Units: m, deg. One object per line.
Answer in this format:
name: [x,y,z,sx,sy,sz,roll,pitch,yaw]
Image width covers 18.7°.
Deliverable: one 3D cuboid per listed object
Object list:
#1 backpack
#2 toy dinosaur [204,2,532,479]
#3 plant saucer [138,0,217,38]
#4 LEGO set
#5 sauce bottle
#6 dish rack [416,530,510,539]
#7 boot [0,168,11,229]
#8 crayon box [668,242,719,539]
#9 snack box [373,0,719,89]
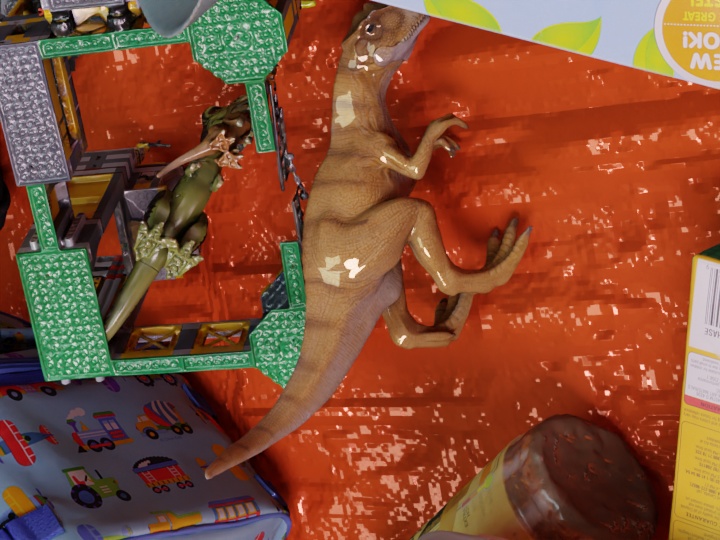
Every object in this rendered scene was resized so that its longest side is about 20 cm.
backpack: [-0.152,0.086,0.935,0.200,0.182,0.135,51,121,31]
toy dinosaur: [0.000,0.000,0.816,0.060,0.106,0.200,-23,51,59]
plant saucer: [-0.043,-0.176,0.723,0.201,0.039,0.201,-179,90,-73]
LEGO set: [-0.072,-0.050,0.883,0.154,0.116,0.200,-12,115,12]
sauce bottle: [0.034,0.133,0.859,0.066,0.066,0.200,54,127,14]
dish rack: [0.095,0.170,0.786,0.171,0.044,0.200,10,134,26]
boot: [-0.213,-0.130,0.978,0.200,0.076,0.168,44,130,28]
crayon box: [0.200,0.066,0.707,0.200,0.058,0.119,16,113,35]
snack box: [0.076,-0.173,0.694,0.168,0.068,0.200,15,118,11]
